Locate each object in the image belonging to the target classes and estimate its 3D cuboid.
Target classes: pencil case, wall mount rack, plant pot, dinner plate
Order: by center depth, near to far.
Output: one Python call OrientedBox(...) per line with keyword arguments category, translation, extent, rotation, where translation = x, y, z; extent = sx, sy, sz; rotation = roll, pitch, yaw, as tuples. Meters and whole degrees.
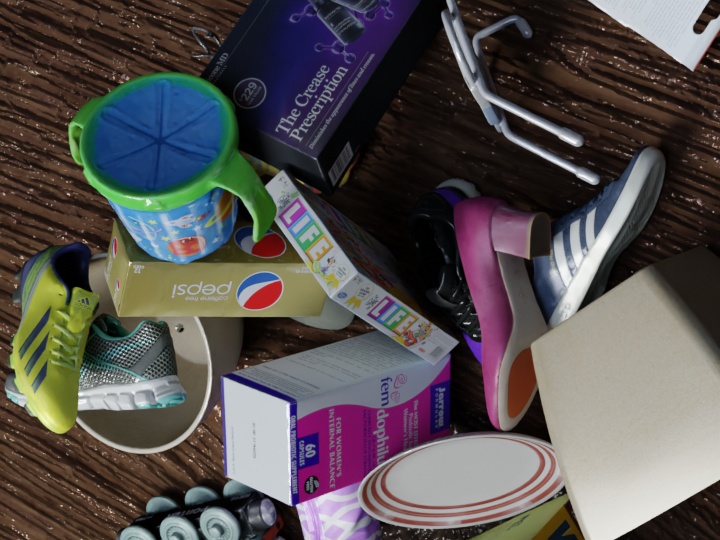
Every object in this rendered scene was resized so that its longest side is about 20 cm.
OrientedBox(category="plant pot", translation=(0.262, 0.094, 1.511), extent=(0.199, 0.200, 0.178), rotation=(-37, 80, 31))
OrientedBox(category="wall mount rack", translation=(0.133, -0.154, 1.513), extent=(0.074, 0.200, 0.175), rotation=(-22, 73, 9))
OrientedBox(category="dinner plate", translation=(0.095, 0.189, 1.647), extent=(0.200, 0.200, 0.024), rotation=(-31, 51, 31))
OrientedBox(category="pencil case", translation=(-0.040, 0.184, 1.758), extent=(0.084, 0.085, 0.201), rotation=(-13, 99, 34))

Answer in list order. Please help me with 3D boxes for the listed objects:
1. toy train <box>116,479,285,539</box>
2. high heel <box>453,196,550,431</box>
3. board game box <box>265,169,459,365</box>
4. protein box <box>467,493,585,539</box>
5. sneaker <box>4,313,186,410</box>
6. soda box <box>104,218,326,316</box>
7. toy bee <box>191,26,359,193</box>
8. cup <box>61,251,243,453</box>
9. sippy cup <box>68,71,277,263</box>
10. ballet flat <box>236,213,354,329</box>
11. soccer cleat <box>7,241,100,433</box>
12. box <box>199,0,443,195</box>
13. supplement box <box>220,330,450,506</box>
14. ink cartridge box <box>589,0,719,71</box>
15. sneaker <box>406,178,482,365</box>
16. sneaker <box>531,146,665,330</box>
OrientedBox(category="toy train", translation=(-0.161, 0.289, 1.862), extent=(0.199, 0.085, 0.114), rotation=(-16, 109, 29))
OrientedBox(category="high heel", translation=(0.116, 0.037, 1.581), extent=(0.096, 0.067, 0.201), rotation=(13, 97, 43))
OrientedBox(category="board game box", translation=(0.000, 0.000, 1.596), extent=(0.034, 0.200, 0.135), rotation=(-43, 57, 8))
OrientedBox(category="protein box", translation=(0.123, 0.329, 1.644), extent=(0.199, 0.198, 0.135), rotation=(-31, 90, 31))
OrientedBox(category="sneaker", translation=(-0.251, 0.087, 1.697), extent=(0.199, 0.077, 0.092), rotation=(-4, 86, 26))
OrientedBox(category="soda box", translation=(-0.130, -0.002, 1.641), extent=(0.068, 0.199, 0.064), rotation=(-117, 35, -47))
OrientedBox(category="toy bee", translation=(-0.106, -0.125, 1.691), extent=(0.199, 0.109, 0.131), rotation=(30, 161, 27))
OrientedBox(category="cup", translation=(-0.196, 0.063, 1.773), extent=(0.199, 0.143, 0.202), rotation=(8, 108, 26))
OrientedBox(category="sippy cup", translation=(-0.163, -0.079, 1.542), extent=(0.131, 0.139, 0.178), rotation=(80, 163, -56))
OrientedBox(category="ballet flat", translation=(-0.097, 0.001, 1.748), extent=(0.200, 0.064, 0.068), rotation=(35, 118, 15))
OrientedBox(category="soccer cleat", translation=(-0.275, 0.055, 1.641), extent=(0.083, 0.065, 0.201), rotation=(-26, 48, 19))
OrientedBox(category="box", translation=(-0.038, -0.190, 1.589), extent=(0.141, 0.079, 0.201), rotation=(26, 73, 21))
OrientedBox(category="supplement box", translation=(-0.020, 0.132, 1.654), extent=(0.103, 0.199, 0.102), rotation=(16, 114, 45))
OrientedBox(category="ink cartridge box", translation=(0.232, -0.270, 1.499), extent=(0.200, 0.050, 0.109), rotation=(38, 118, 13))
OrientedBox(category="sneaker", translation=(0.093, 0.022, 1.628), extent=(0.069, 0.099, 0.201), rotation=(-23, 92, 33))
OrientedBox(category="sneaker", translation=(0.193, -0.035, 1.576), extent=(0.084, 0.075, 0.201), rotation=(37, 115, 21))
